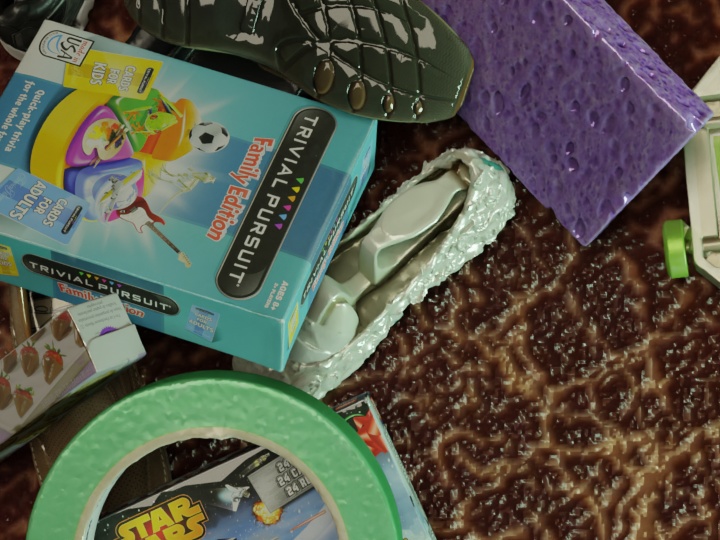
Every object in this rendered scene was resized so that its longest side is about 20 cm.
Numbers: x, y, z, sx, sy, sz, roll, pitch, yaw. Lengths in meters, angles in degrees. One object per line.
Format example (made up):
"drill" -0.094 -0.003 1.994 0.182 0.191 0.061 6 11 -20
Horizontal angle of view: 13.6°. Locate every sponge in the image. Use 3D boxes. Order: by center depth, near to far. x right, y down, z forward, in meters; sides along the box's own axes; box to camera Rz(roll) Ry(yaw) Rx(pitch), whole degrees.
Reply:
"sponge" 0.090 -0.119 1.653 0.200 0.030 0.112 47 133 8

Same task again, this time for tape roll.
"tape roll" -0.077 0.154 1.597 0.199 0.048 0.202 0 94 3

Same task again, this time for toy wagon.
"toy wagon" 0.242 -0.030 1.651 0.154 0.040 0.201 -7 78 9

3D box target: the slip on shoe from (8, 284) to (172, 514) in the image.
"slip on shoe" -0.153 0.072 1.671 0.076 0.061 0.201 -10 89 7

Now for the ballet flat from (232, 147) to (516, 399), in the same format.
"ballet flat" 0.000 0.000 1.673 0.200 0.072 0.072 -43 75 -1

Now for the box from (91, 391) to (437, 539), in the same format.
"box" -0.057 0.169 1.640 0.199 0.040 0.138 -24 93 4

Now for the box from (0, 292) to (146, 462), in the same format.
"box" -0.190 0.073 1.640 0.200 0.041 0.039 -35 78 42

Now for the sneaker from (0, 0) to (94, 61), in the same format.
"sneaker" -0.168 -0.216 1.717 0.066 0.090 0.201 21 93 13

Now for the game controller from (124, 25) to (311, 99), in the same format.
"game controller" -0.112 -0.078 1.728 0.104 0.042 0.200 39 87 1

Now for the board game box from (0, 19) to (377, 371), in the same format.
"board game box" -0.109 -0.044 1.638 0.199 0.047 0.151 17 53 10

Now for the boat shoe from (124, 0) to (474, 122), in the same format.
"boat shoe" -0.031 -0.139 1.671 0.199 0.074 0.076 22 98 8
